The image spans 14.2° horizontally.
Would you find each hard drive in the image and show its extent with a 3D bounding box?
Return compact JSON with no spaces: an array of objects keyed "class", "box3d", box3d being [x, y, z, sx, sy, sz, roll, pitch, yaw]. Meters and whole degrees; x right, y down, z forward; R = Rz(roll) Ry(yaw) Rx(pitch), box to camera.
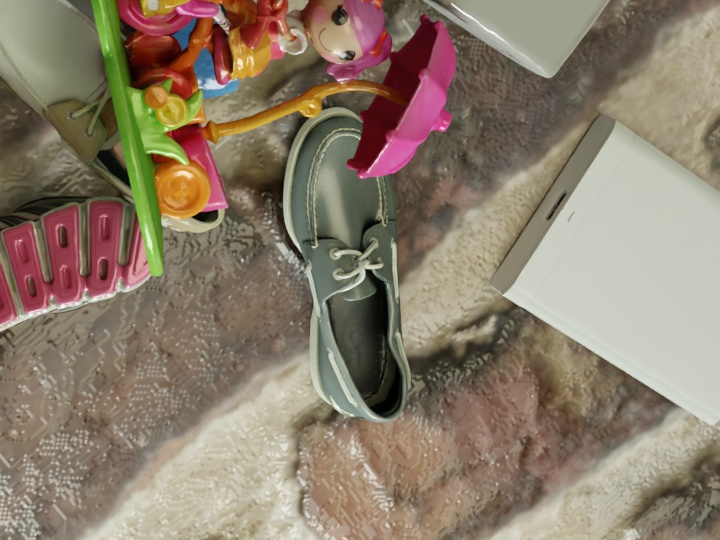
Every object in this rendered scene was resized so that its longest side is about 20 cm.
[{"class":"hard drive","box3d":[0.194,0.002,1.880,0.200,0.026,0.132,31,93,-31]}]

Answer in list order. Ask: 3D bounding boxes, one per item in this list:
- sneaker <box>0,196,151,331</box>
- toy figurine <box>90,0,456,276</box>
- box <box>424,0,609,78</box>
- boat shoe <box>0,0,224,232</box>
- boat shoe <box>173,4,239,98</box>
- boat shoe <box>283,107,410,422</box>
[{"class":"sneaker","box3d":[-0.209,0.002,1.651,0.200,0.087,0.074,-14,91,1]},{"class":"toy figurine","box3d":[-0.043,-0.111,1.537,0.184,0.150,0.200,-13,117,-4]},{"class":"box","box3d":[0.063,-0.253,1.615,0.171,0.199,0.200,31,95,-32]},{"class":"boat shoe","box3d":[-0.144,-0.098,1.647,0.075,0.068,0.200,-48,122,-3]},{"class":"boat shoe","box3d":[-0.113,-0.191,1.630,0.084,0.069,0.200,-2,127,9]},{"class":"boat shoe","box3d":[0.000,0.000,1.760,0.073,0.062,0.200,-13,114,-22]}]
